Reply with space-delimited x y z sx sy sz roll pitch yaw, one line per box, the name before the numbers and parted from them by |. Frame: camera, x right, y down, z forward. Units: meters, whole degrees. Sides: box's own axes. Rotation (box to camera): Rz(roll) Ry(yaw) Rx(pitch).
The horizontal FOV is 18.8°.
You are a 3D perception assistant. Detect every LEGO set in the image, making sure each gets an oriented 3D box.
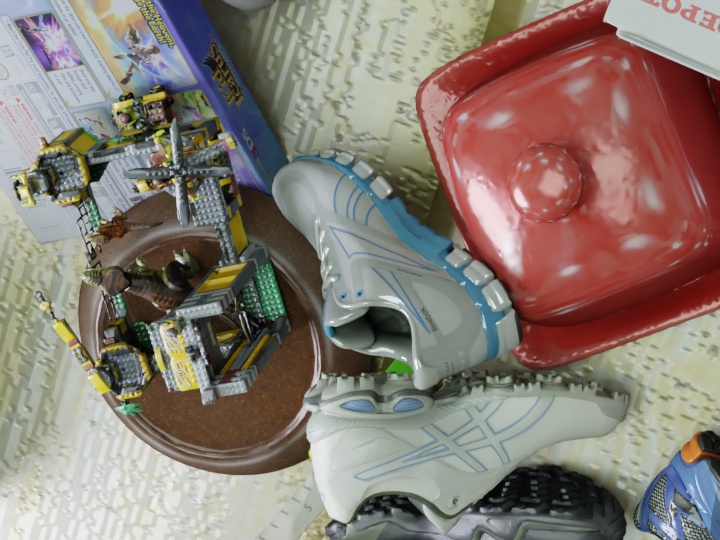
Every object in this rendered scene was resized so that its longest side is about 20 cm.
LEGO set | -0.130 0.002 1.302 0.153 0.116 0.201 -2 110 16

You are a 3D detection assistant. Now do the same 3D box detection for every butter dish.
butter dish | 0.126 -0.054 1.256 0.198 0.148 0.201 -22 87 22

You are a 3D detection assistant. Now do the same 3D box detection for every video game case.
video game case | -0.166 -0.111 1.366 0.180 0.046 0.201 -7 134 24

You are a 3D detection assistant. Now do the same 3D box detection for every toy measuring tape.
toy measuring tape | -0.010 0.127 1.349 0.073 0.074 0.200 35 73 15

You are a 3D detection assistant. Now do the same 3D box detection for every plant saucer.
plant saucer | -0.093 0.045 1.392 0.199 0.035 0.202 5 111 13

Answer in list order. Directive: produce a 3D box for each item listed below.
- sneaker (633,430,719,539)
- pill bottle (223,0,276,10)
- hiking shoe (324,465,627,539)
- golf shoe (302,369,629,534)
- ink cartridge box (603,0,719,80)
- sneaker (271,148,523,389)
sneaker | 0.234 0.195 1.287 0.078 0.075 0.201 -38 73 30
pill bottle | -0.035 -0.264 1.320 0.200 0.112 0.112 -46 78 20
hiking shoe | 0.078 0.182 1.351 0.199 0.076 0.101 -8 104 30
golf shoe | 0.064 0.107 1.302 0.198 0.078 0.098 -1 88 -11
ink cartridge box | 0.232 -0.186 1.101 0.144 0.085 0.201 27 101 21
sneaker | 0.000 0.000 1.287 0.200 0.086 0.075 38 150 37
